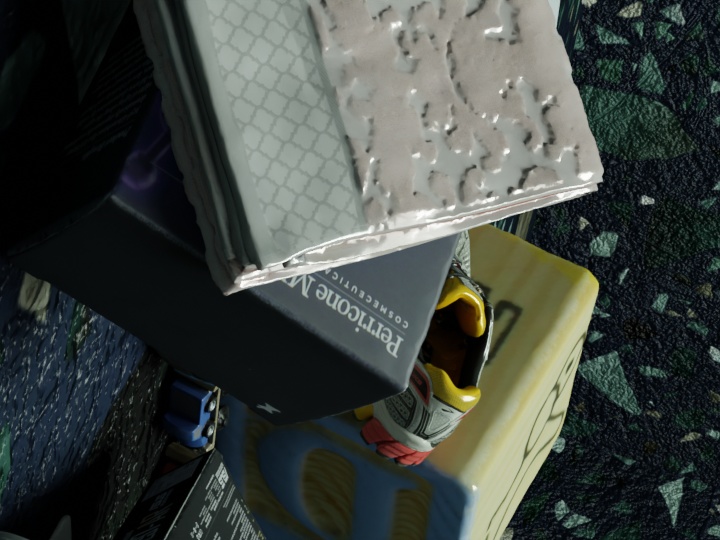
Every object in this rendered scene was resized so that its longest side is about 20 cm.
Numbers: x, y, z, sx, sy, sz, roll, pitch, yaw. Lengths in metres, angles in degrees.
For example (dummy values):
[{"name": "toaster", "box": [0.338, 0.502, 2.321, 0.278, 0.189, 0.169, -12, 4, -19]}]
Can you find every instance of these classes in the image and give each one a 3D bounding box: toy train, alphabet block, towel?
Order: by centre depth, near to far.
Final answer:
[{"name": "towel", "box": [-0.001, -0.108, 0.625, 0.189, 0.032, 0.202, -17, 89, -36]}, {"name": "toy train", "box": [-0.107, 0.130, 0.986, 0.046, 0.034, 0.202, -43, 151, -47]}, {"name": "alphabet block", "box": [0.029, 0.089, 1.119, 0.201, 0.195, 0.197, -53, 161, -37]}]

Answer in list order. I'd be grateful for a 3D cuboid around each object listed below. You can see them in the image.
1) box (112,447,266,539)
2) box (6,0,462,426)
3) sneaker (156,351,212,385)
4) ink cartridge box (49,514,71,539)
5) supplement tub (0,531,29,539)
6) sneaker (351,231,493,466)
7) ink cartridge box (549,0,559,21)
[{"name": "box", "box": [-0.065, 0.189, 0.785, 0.162, 0.043, 0.200, 63, 7, -7]}, {"name": "box", "box": [-0.031, -0.060, 0.675, 0.104, 0.147, 0.202, -20, -136, 54]}, {"name": "sneaker", "box": [-0.067, -0.015, 0.847, 0.201, 0.072, 0.082, 99, 7, -48]}, {"name": "ink cartridge box", "box": [-0.145, 0.238, 0.841, 0.116, 0.066, 0.202, -64, 166, -45]}, {"name": "supplement tub", "box": [-0.157, 0.188, 0.529, 0.200, 0.121, 0.124, -58, 162, -58]}, {"name": "sneaker", "box": [0.050, 0.020, 0.989, 0.082, 0.077, 0.202, -38, -142, 41]}, {"name": "ink cartridge box", "box": [0.073, -0.192, 0.988, 0.201, 0.043, 0.198, 61, 31, -43]}]
